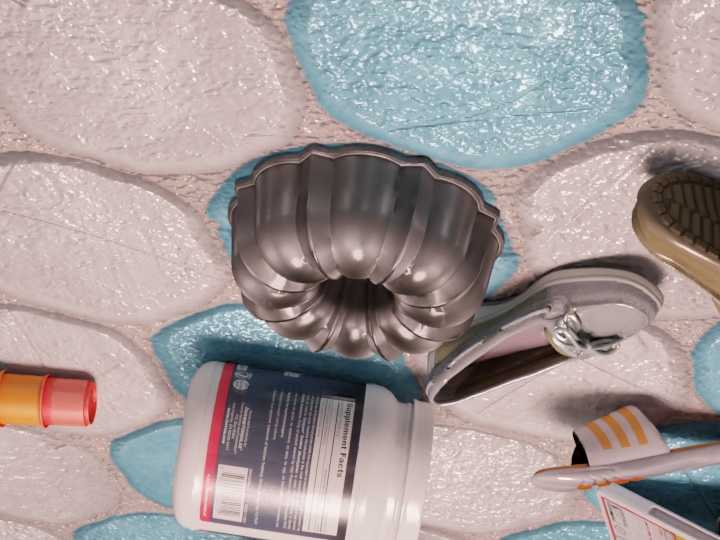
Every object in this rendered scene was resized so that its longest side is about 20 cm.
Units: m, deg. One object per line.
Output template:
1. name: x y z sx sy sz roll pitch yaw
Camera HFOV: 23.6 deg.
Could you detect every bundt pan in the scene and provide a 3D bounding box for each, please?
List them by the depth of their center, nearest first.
1. bundt pan: 0.000 0.000 1.217 0.202 0.076 0.202 5 148 3

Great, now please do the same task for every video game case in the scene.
1. video game case: 0.307 0.266 1.534 0.200 0.017 0.143 25 156 31

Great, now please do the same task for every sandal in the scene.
1. sandal: 0.233 0.140 1.413 0.206 0.059 0.079 -8 168 -12

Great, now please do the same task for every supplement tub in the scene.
1. supplement tub: -0.046 0.155 1.414 0.200 0.141 0.140 9 148 0

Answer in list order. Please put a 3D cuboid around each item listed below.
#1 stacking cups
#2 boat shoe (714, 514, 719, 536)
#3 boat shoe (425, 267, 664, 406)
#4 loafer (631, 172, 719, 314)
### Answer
1. stacking cups: -0.329 0.107 1.494 0.200 0.061 0.061 2 148 1
2. boat shoe: 0.346 0.223 1.503 0.073 0.063 0.200 4 150 5
3. boat shoe: 0.133 0.051 1.277 0.202 0.065 0.074 -16 141 34
4. loafer: 0.254 0.000 1.156 0.200 0.076 0.067 25 139 -25
